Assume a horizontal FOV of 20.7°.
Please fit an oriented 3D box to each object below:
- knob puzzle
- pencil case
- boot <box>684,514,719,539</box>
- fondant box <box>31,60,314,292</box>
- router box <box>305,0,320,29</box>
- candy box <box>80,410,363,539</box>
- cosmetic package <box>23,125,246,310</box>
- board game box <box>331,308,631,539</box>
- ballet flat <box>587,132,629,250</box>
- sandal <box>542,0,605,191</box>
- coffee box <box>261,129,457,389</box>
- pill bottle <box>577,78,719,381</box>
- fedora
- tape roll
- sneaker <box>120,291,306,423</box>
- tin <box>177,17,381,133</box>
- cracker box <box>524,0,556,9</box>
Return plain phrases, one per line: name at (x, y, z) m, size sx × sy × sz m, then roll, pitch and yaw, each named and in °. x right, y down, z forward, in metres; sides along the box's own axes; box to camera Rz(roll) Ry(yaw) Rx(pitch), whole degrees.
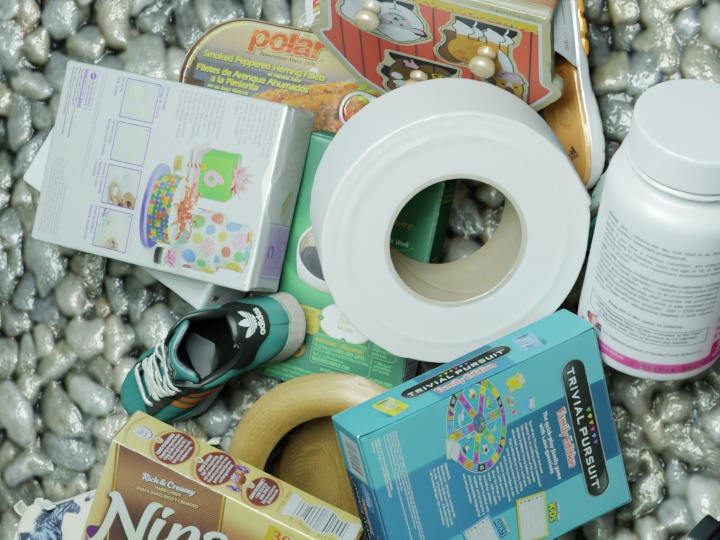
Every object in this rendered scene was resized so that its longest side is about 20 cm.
knob puzzle at (0.054, -0.152, 1.474) m, size 0.218 × 0.220 × 0.031 m, roll 11°, pitch 67°, yaw 19°
pencil case at (-0.185, 0.201, 1.594) m, size 0.199 × 0.078 × 0.090 m, roll -22°, pitch 103°, yaw 16°
boot at (0.268, 0.300, 1.434) m, size 0.162 × 0.073 × 0.199 m, roll 32°, pitch 102°, yaw 21°
fondant box at (-0.148, -0.074, 1.543) m, size 0.198 × 0.058 × 0.146 m, roll 13°, pitch 92°, yaw 23°
router box at (0.038, -0.294, 1.497) m, size 0.199 × 0.049 × 0.181 m, roll -24°, pitch 59°, yaw 39°
candy box at (-0.107, 0.204, 1.497) m, size 0.199 × 0.057 × 0.117 m, roll 25°, pitch 118°, yaw 6°
cosmetic package at (-0.166, -0.060, 1.620) m, size 0.199 × 0.071 × 0.102 m, roll 36°, pitch 97°, yaw 19°
board game box at (0.091, 0.138, 1.436) m, size 0.199 × 0.047 × 0.152 m, roll -23°, pitch 115°, yaw -19°
ballet flat at (0.242, -0.086, 1.494) m, size 0.199 × 0.069 × 0.072 m, roll -28°, pitch 58°, yaw 10°
sandal at (0.137, -0.160, 1.517) m, size 0.059 × 0.079 × 0.208 m, roll -8°, pitch 80°, yaw -27°
coffee box at (0.000, 0.000, 1.552) m, size 0.122 × 0.044 × 0.202 m, roll 14°, pitch 102°, yaw 19°
pill bottle at (0.224, -0.028, 1.410) m, size 0.113 × 0.113 × 0.201 m, roll 25°, pitch 135°, yaw 19°
fedora at (-0.008, 0.159, 1.523) m, size 0.199 × 0.082 × 0.202 m, roll 8°, pitch 114°, yaw 18°
tape roll at (0.065, -0.036, 1.448) m, size 0.200 × 0.071 × 0.204 m, roll -3°, pitch 116°, yaw -7°
sneaker at (-0.137, 0.069, 1.567) m, size 0.199 × 0.080 × 0.072 m, roll -31°, pitch 72°, yaw 37°
tin at (-0.053, -0.141, 1.609) m, size 0.198 × 0.042 × 0.113 m, roll 14°, pitch 93°, yaw 19°
cracker box at (0.074, -0.248, 1.523) m, size 0.199 × 0.057 × 0.135 m, roll 19°, pitch 91°, yaw 49°
